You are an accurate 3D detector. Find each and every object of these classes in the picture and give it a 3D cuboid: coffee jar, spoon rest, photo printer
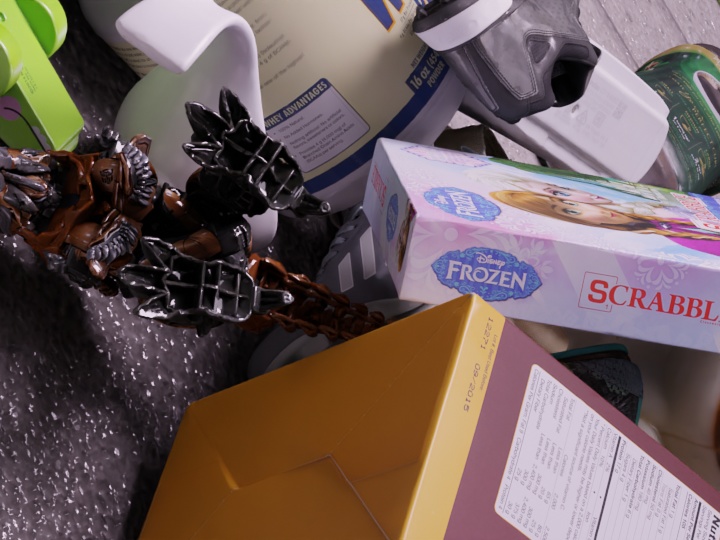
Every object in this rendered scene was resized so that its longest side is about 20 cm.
[{"bbox_3d":[0.199,-0.087,1.858,0.104,0.085,0.200,60,30,3],"label":"coffee jar"},{"bbox_3d":[-0.078,-0.071,1.326,0.099,0.200,0.061,37,68,15],"label":"spoon rest"},{"bbox_3d":[0.061,-0.128,1.597,0.200,0.069,0.166,32,2,34],"label":"photo printer"}]

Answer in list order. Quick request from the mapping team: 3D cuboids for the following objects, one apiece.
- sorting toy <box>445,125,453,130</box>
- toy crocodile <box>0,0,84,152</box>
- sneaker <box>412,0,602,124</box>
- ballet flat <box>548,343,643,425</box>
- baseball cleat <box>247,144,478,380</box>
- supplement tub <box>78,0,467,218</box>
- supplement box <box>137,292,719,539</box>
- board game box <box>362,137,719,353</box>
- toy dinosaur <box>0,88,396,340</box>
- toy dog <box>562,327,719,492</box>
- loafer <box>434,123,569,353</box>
[{"bbox_3d":[0.053,-0.007,1.604,0.185,0.036,0.200,32,41,-43],"label":"sorting toy"},{"bbox_3d":[-0.194,-0.131,1.300,0.200,0.062,0.068,58,28,-17],"label":"toy crocodile"},{"bbox_3d":[0.087,-0.129,1.440,0.091,0.066,0.200,57,27,-11],"label":"sneaker"},{"bbox_3d":[0.036,0.079,1.331,0.074,0.200,0.074,-8,90,-69],"label":"ballet flat"},{"bbox_3d":[0.000,0.000,1.461,0.200,0.070,0.106,-30,57,-32],"label":"baseball cleat"},{"bbox_3d":[-0.052,-0.139,1.435,0.200,0.145,0.145,46,33,-27],"label":"supplement tub"},{"bbox_3d":[0.035,0.142,1.240,0.200,0.197,0.133,39,51,-26],"label":"supplement box"},{"bbox_3d":[0.108,-0.010,1.310,0.199,0.041,0.200,10,11,-7],"label":"board game box"},{"bbox_3d":[-0.077,-0.016,1.267,0.200,0.136,0.102,3,78,-18],"label":"toy dinosaur"},{"bbox_3d":[0.147,0.092,1.396,0.140,0.200,0.194,-22,84,-60],"label":"toy dog"},{"bbox_3d":[0.096,-0.008,1.569,0.200,0.068,0.076,41,33,-29],"label":"loafer"}]
